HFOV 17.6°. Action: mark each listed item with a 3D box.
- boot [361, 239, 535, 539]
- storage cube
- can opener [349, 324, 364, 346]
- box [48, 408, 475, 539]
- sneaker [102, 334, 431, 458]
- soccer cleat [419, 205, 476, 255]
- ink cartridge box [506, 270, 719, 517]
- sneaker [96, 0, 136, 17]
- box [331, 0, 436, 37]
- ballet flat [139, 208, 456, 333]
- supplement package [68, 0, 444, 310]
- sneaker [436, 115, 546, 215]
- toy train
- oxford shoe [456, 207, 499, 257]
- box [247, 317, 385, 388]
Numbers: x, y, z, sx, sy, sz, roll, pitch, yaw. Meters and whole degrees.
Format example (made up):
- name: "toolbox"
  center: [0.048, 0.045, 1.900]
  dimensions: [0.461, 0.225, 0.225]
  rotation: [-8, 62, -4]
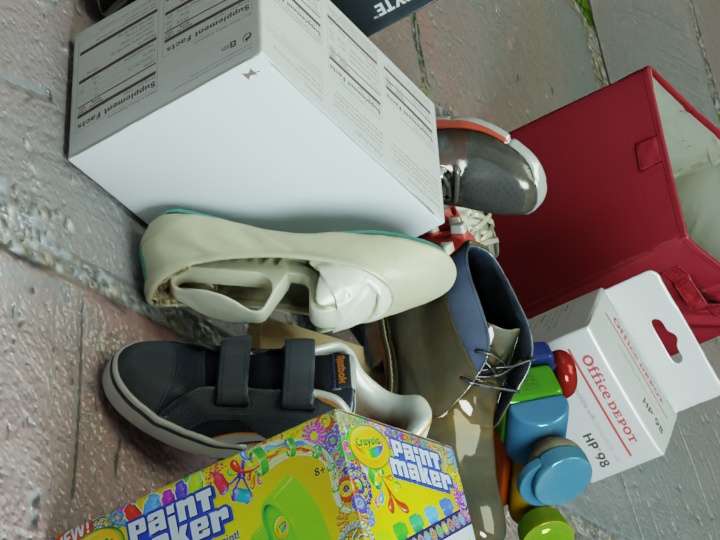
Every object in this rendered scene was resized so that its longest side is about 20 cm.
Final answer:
- name: "boot"
  center: [0.067, 0.077, 1.469]
  dimensions: [0.075, 0.097, 0.200]
  rotation: [10, 47, -42]
- name: "storage cube"
  center: [0.222, -0.033, 1.973]
  dimensions: [0.171, 0.179, 0.201]
  rotation: [33, 41, -48]
- name: "can opener"
  center: [0.000, 0.000, 1.631]
  dimensions: [0.200, 0.053, 0.067]
  rotation: [56, 12, 12]
- name: "box"
  center: [-0.040, 0.206, 1.238]
  dimensions: [0.122, 0.200, 0.193]
  rotation: [23, 47, -53]
- name: "sneaker"
  center: [-0.051, 0.073, 1.397]
  dimensions: [0.199, 0.080, 0.079]
  rotation: [20, 37, -19]
- name: "soccer cleat"
  center: [0.055, 0.002, 1.719]
  dimensions: [0.200, 0.068, 0.086]
  rotation: [-87, 166, -77]
- name: "ink cartridge box"
  center: [0.149, 0.093, 1.696]
  dimensions: [0.116, 0.200, 0.067]
  rotation: [58, 27, -13]
- name: "sneaker"
  center: [-0.147, -0.224, 1.567]
  dimensions: [0.200, 0.076, 0.116]
  rotation: [55, 24, -18]
- name: "box"
  center: [-0.033, -0.234, 1.645]
  dimensions: [0.159, 0.200, 0.046]
  rotation: [61, 23, -10]
- name: "ballet flat"
  center: [-0.041, 0.009, 1.454]
  dimensions: [0.069, 0.199, 0.070]
  rotation: [6, 90, -86]
- name: "supplement package"
  center: [-0.066, -0.090, 1.503]
  dimensions: [0.200, 0.155, 0.111]
  rotation: [41, 33, -40]
- name: "sneaker"
  center: [0.035, -0.071, 1.698]
  dimensions: [0.082, 0.199, 0.077]
  rotation: [-59, 161, -45]
- name: "toy train"
  center: [0.114, 0.158, 1.615]
  dimensions: [0.116, 0.084, 0.201]
  rotation: [-113, -161, -46]
- name: "oxford shoe"
  center: [0.079, -0.033, 1.845]
  dimensions: [0.201, 0.058, 0.075]
  rotation: [67, 23, 1]
- name: "box"
  center: [-0.005, 0.143, 1.482]
  dimensions: [0.163, 0.021, 0.201]
  rotation: [18, 60, -36]
